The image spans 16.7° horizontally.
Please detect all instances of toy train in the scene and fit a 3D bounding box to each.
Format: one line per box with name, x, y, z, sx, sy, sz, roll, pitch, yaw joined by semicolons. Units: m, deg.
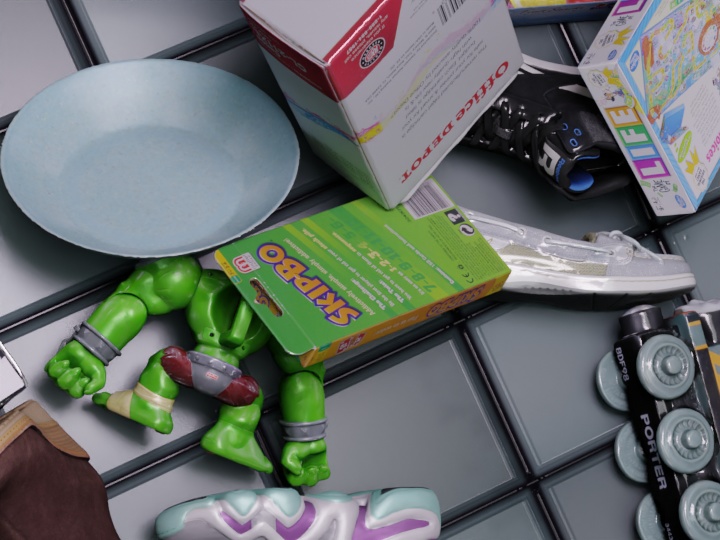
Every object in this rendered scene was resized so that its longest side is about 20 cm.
toy train;0.243;0.117;1.740;0.113;0.085;0.201;-12;83;-28

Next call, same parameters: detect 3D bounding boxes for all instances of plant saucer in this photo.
plant saucer;-0.141;-0.066;1.649;0.200;0.039;0.202;2;43;-2

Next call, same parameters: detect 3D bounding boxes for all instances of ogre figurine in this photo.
ogre figurine;-0.097;0.060;1.649;0.199;0.098;0.120;23;87;4

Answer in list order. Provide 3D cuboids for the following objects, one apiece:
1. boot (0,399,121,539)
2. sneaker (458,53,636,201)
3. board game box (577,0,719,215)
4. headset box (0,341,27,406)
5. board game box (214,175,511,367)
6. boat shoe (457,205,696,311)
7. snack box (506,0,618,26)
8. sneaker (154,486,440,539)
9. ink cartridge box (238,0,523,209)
boot;-0.197;0.172;1.562;0.072;0.200;0.167;-30;93;14
sneaker;0.108;-0.103;1.709;0.199;0.112;0.073;5;124;-15
board game box;0.231;-0.155;1.730;0.135;0.034;0.200;58;46;-29
headset box;-0.310;0.091;1.536;0.174;0.200;0.093;-35;91;-17
board game box;0.000;0.000;1.632;0.199;0.030;0.096;-18;60;-40
boat shoe;0.139;-0.010;1.733;0.201;0.074;0.065;4;80;-5
snack box;0.125;-0.281;1.769;0.168;0.068;0.201;-7;82;-17
sneaker;-0.038;0.217;1.651;0.199;0.078;0.141;0;81;-14
ink cartridge box;0.018;-0.153;1.603;0.083;0.200;0.146;36;77;26
